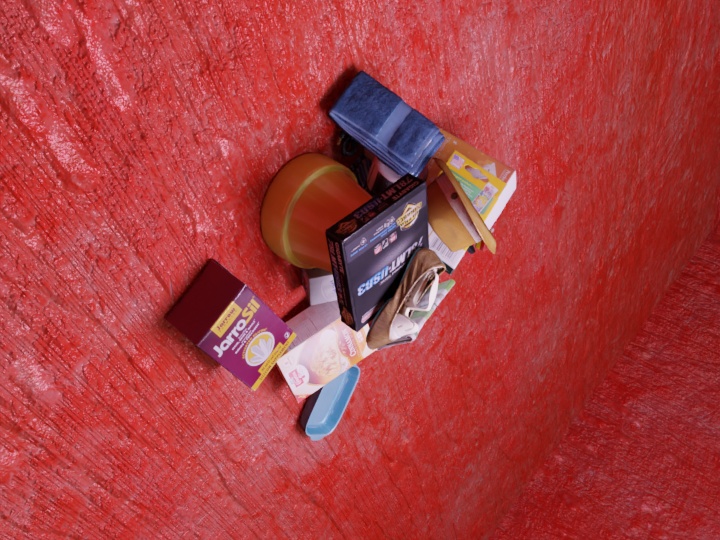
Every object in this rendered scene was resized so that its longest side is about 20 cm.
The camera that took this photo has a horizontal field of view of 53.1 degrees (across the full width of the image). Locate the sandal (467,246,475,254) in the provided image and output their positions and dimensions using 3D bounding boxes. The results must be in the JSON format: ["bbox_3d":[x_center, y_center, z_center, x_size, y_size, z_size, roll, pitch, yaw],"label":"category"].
[{"bbox_3d":[0.228,-0.133,1.614,0.075,0.044,0.204,-50,122,-73],"label":"sandal"}]

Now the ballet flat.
[{"bbox_3d":[0.084,0.059,1.230,0.202,0.072,0.068,-58,148,-2],"label":"ballet flat"}]

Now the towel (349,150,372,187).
[{"bbox_3d":[0.053,-0.211,1.449,0.201,0.024,0.145,-50,144,-15],"label":"towel"}]

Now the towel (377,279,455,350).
[{"bbox_3d":[0.122,0.101,1.629,0.031,0.148,0.200,55,51,-14],"label":"towel"}]

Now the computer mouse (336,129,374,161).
[{"bbox_3d":[0.042,-0.240,1.365,0.198,0.043,0.112,23,88,-45],"label":"computer mouse"}]

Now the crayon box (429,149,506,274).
[{"bbox_3d":[0.176,-0.111,1.380,0.202,0.125,0.052,-56,174,-12],"label":"crayon box"}]

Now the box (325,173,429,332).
[{"bbox_3d":[0.036,-0.030,1.210,0.199,0.049,0.201,-37,137,-29],"label":"box"}]

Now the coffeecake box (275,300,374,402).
[{"bbox_3d":[-0.080,0.148,1.449,0.198,0.073,0.155,-33,138,-12],"label":"coffeecake box"}]

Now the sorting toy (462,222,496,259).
[{"bbox_3d":[0.271,-0.129,1.739,0.198,0.069,0.202,-20,128,-43],"label":"sorting toy"}]

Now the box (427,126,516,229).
[{"bbox_3d":[0.207,-0.185,1.494,0.125,0.198,0.098,-55,160,-7],"label":"box"}]

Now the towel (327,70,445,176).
[{"bbox_3d":[0.045,-0.255,1.262,0.112,0.199,0.049,-52,175,-9],"label":"towel"}]

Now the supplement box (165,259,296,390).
[{"bbox_3d":[-0.219,0.098,1.253,0.132,0.102,0.200,-52,143,-11],"label":"supplement box"}]

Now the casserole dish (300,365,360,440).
[{"bbox_3d":[-0.072,0.286,1.622,0.120,0.038,0.203,16,100,-54],"label":"casserole dish"}]

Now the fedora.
[{"bbox_3d":[0.161,-0.101,1.271,0.081,0.203,0.200,-33,146,12],"label":"fedora"}]

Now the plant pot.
[{"bbox_3d":[-0.046,-0.080,1.274,0.199,0.188,0.204,-29,135,-34],"label":"plant pot"}]

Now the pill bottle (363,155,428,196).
[{"bbox_3d":[0.051,-0.134,1.368,0.105,0.106,0.201,-32,158,-34],"label":"pill bottle"}]

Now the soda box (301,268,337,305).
[{"bbox_3d":[-0.014,0.006,1.407,0.196,0.069,0.064,-10,126,-14],"label":"soda box"}]
